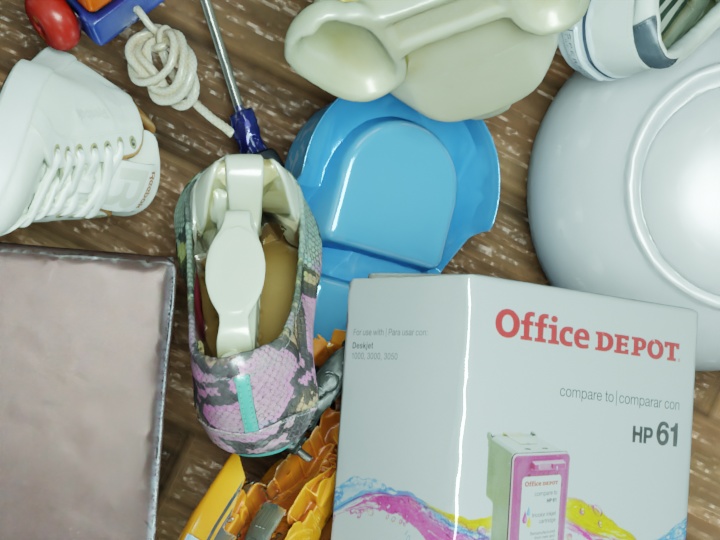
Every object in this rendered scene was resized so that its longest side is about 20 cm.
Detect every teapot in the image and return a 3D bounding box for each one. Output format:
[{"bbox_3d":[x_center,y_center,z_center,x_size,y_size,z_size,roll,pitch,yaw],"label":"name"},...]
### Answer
[{"bbox_3d":[0.184,-0.044,0.963,0.196,0.146,0.201,-14,90,-7],"label":"teapot"}]

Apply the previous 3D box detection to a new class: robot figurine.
[{"bbox_3d":[-0.030,0.114,0.876,0.058,0.145,0.200,18,57,25],"label":"robot figurine"}]

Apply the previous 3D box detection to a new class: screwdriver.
[{"bbox_3d":[-0.065,-0.099,0.991,0.028,0.029,0.201,-15,92,25],"label":"screwdriver"}]

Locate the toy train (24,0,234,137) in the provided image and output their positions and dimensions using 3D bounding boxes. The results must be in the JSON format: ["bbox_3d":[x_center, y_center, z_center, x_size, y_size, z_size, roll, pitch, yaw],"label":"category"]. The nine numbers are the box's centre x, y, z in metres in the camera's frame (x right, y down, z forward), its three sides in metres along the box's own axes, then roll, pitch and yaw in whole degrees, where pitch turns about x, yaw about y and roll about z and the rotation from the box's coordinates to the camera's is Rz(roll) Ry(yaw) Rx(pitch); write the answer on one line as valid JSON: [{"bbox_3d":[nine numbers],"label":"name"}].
[{"bbox_3d":[-0.126,-0.159,0.910,0.085,0.116,0.200,-39,68,-14],"label":"toy train"}]

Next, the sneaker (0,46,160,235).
[{"bbox_3d":[-0.134,-0.055,0.900,0.084,0.200,0.073,28,109,-6],"label":"sneaker"}]

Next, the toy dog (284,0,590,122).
[{"bbox_3d":[0.034,-0.185,0.910,0.139,0.194,0.201,-23,65,19],"label":"toy dog"}]

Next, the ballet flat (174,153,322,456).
[{"bbox_3d":[-0.051,-0.006,0.856,0.069,0.200,0.071,-6,129,-1],"label":"ballet flat"}]

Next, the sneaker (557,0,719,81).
[{"bbox_3d":[0.178,-0.165,0.938,0.200,0.071,0.073,-53,128,-19],"label":"sneaker"}]

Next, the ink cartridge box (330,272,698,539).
[{"bbox_3d":[0.067,0.106,0.839,0.144,0.084,0.201,8,82,-38],"label":"ink cartridge box"}]

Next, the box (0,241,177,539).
[{"bbox_3d":[-0.193,0.067,0.906,0.199,0.166,0.165,5,89,-6],"label":"box"}]

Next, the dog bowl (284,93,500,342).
[{"bbox_3d":[0.000,0.000,0.976,0.111,0.050,0.201,15,87,-26],"label":"dog bowl"}]
